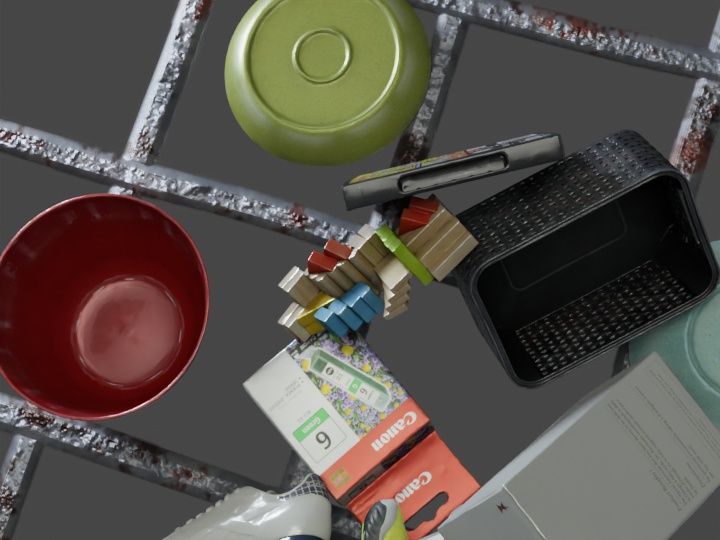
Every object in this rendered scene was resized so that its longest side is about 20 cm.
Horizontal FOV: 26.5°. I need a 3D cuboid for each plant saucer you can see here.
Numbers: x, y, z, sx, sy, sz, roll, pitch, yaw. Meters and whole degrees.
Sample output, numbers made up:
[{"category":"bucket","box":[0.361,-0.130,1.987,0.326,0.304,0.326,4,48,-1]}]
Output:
[{"category":"plant saucer","box":[0.332,0.064,1.308,0.199,0.039,0.202,-2,75,7]},{"category":"plant saucer","box":[-0.033,-0.197,1.436,0.198,0.031,0.201,-2,75,7]}]

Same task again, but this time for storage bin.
[{"category":"storage bin","box":[0.184,-0.010,1.287,0.199,0.136,0.094,-27,30,0]}]

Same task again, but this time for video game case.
[{"category":"video game case","box":[0.078,-0.086,1.305,0.179,0.200,0.026,-13,95,4]}]

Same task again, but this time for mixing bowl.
[{"category":"mixing bowl","box":[-0.219,0.043,1.353,0.199,0.108,0.202,-2,75,8]}]

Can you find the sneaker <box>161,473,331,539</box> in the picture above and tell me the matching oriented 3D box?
[{"category":"sneaker","box":[-0.114,0.232,1.302,0.199,0.076,0.081,-15,59,18]}]

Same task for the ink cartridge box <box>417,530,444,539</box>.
[{"category":"ink cartridge box","box":[0.039,0.335,1.267,0.199,0.041,0.201,-22,76,1]}]

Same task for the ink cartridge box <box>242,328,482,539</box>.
[{"category":"ink cartridge box","box":[0.002,0.142,1.325,0.109,0.050,0.200,-40,73,-4]}]

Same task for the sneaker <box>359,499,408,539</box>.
[{"category":"sneaker","box":[0.038,0.284,1.226,0.076,0.075,0.202,-5,88,-3]}]

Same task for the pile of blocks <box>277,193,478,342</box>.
[{"category":"pile of blocks","box":[0.000,0.000,1.269,0.199,0.062,0.082,-32,31,24]}]

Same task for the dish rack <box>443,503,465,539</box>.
[{"category":"dish rack","box":[0.157,0.278,1.243,0.171,0.044,0.201,-9,70,-28]}]

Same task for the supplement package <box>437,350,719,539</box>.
[{"category":"supplement package","box":[0.181,0.177,1.206,0.200,0.117,0.117,-35,85,-34]}]
